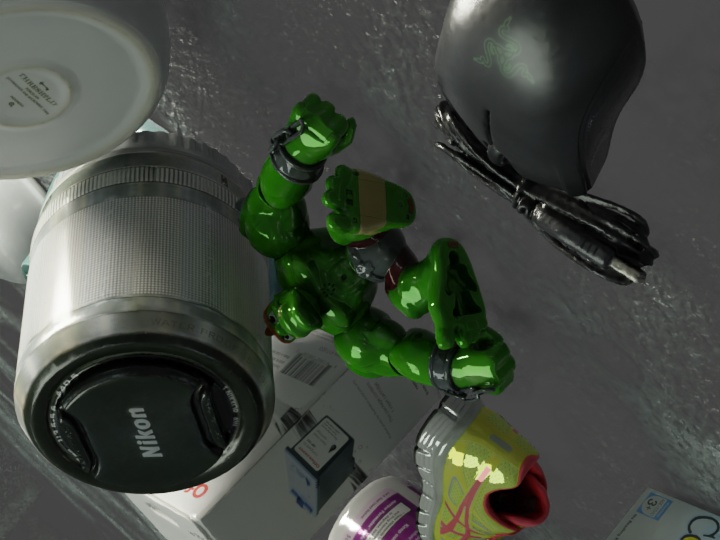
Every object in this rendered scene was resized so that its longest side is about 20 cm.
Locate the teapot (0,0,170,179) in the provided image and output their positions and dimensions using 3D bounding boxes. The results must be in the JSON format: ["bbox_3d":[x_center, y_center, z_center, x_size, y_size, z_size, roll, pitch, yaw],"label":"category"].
[{"bbox_3d":[-0.211,-0.160,0.925,0.201,0.195,0.147,119,142,-50],"label":"teapot"}]

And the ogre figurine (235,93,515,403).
[{"bbox_3d":[0.000,0.000,0.911,0.199,0.099,0.120,36,147,-23],"label":"ogre figurine"}]

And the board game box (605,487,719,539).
[{"bbox_3d":[0.222,0.250,0.947,0.103,0.105,0.201,18,147,52],"label":"board game box"}]

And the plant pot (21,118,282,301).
[{"bbox_3d":[-0.175,-0.006,1.175,0.200,0.134,0.201,39,160,17],"label":"plant pot"}]

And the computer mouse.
[{"bbox_3d":[0.075,-0.068,0.673,0.138,0.053,0.201,38,160,21],"label":"computer mouse"}]

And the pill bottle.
[{"bbox_3d":[0.073,0.266,1.265,0.199,0.112,0.113,31,157,35],"label":"pill bottle"}]

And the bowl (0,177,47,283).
[{"bbox_3d":[-0.385,-0.053,1.564,0.201,0.090,0.202,39,159,17],"label":"bowl"}]

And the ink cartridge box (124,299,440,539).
[{"bbox_3d":[-0.064,0.117,1.101,0.146,0.200,0.086,15,146,54],"label":"ink cartridge box"}]

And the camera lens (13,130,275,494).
[{"bbox_3d":[-0.137,0.029,0.978,0.201,0.159,0.161,-97,-16,-46],"label":"camera lens"}]

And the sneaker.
[{"bbox_3d":[0.092,0.163,1.078,0.090,0.078,0.201,27,157,23],"label":"sneaker"}]
